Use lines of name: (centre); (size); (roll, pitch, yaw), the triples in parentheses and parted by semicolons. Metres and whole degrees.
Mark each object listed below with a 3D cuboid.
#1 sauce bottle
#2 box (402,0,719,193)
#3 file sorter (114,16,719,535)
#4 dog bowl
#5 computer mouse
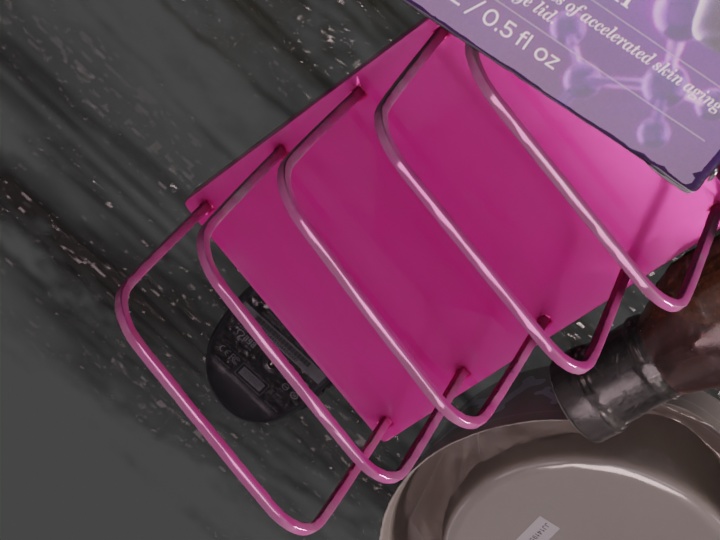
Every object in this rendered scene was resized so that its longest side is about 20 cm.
sauce bottle: (0.168, 0.006, 0.923); (0.200, 0.066, 0.066); (-32, 112, 25)
box: (0.109, -0.155, 0.772); (0.148, 0.104, 0.200); (31, 110, -8)
file sorter: (0.024, -0.006, 0.909); (0.200, 0.125, 0.139); (-35, 100, 29)
dog bowl: (0.111, 0.127, 1.052); (0.200, 0.059, 0.200); (8, 127, 11)
computer mouse: (0.000, 0.000, 1.012); (0.059, 0.034, 0.200); (45, 121, -5)
